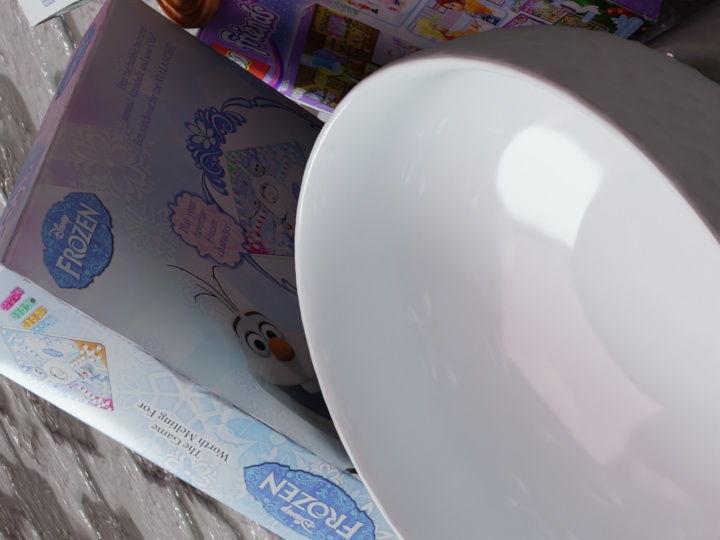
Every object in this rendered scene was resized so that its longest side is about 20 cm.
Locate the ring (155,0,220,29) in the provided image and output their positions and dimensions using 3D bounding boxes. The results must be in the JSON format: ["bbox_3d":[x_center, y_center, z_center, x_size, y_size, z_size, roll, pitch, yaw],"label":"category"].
[{"bbox_3d":[-0.086,-0.194,0.706,0.200,0.019,0.202,169,90,-74],"label":"ring"}]

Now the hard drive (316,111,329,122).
[{"bbox_3d":[0.000,0.000,0.850,0.027,0.201,0.132,20,-178,-40],"label":"hard drive"}]

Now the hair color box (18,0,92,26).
[{"bbox_3d":[-0.162,-0.223,0.844,0.201,0.064,0.111,66,160,-10],"label":"hair color box"}]

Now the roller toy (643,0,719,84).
[{"bbox_3d":[0.134,0.007,0.637,0.183,0.139,0.200,56,156,4],"label":"roller toy"}]

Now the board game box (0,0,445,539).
[{"bbox_3d":[-0.034,0.006,0.665,0.198,0.201,0.043,33,121,-16],"label":"board game box"}]

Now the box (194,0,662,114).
[{"bbox_3d":[0.018,-0.102,0.685,0.136,0.039,0.200,20,164,-10],"label":"box"}]

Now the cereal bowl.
[{"bbox_3d":[0.074,0.020,0.525,0.200,0.083,0.201,32,136,37],"label":"cereal bowl"}]
